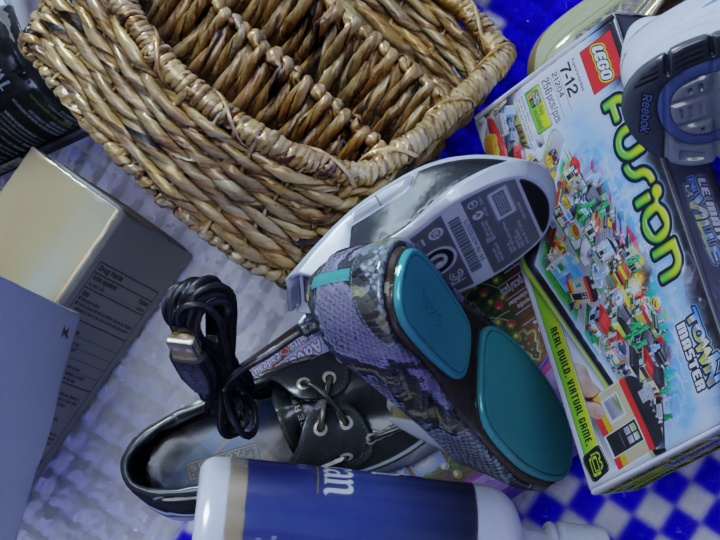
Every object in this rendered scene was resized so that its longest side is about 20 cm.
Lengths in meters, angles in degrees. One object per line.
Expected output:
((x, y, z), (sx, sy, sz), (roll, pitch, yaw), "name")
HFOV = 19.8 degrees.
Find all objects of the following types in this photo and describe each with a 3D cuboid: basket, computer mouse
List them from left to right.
((-0.051, -0.111, 1.021), (0.200, 0.143, 0.149), (44, 112, 8), "basket")
((0.000, 0.000, 0.980), (0.199, 0.110, 0.044), (-30, 51, -1), "computer mouse")

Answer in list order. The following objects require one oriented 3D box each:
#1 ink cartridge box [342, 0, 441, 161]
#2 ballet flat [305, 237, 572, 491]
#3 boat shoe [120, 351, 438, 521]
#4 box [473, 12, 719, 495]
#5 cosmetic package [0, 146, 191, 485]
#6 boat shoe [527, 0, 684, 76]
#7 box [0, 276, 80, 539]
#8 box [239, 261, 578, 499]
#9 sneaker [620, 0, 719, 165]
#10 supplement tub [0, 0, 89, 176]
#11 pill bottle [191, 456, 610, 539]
((-0.050, -0.136, 1.114), (0.199, 0.050, 0.163), (6, 101, 14), "ink cartridge box")
((0.034, 0.046, 0.972), (0.072, 0.200, 0.072), (-16, 53, 23), "ballet flat")
((-0.028, 0.078, 1.043), (0.199, 0.057, 0.069), (-23, 73, 11), "boat shoe")
((0.125, -0.008, 0.974), (0.110, 0.035, 0.201), (-36, 63, 46), "box")
((-0.189, 0.043, 1.115), (0.071, 0.105, 0.200), (34, 88, 22), "cosmetic package")
((0.179, -0.139, 1.051), (0.200, 0.073, 0.063), (-41, 34, 4), "boat shoe")
((-0.260, 0.051, 1.030), (0.199, 0.097, 0.125), (11, 80, 22), "box")
((0.032, 0.067, 1.079), (0.200, 0.039, 0.137), (-35, 72, 7), "box")
((0.204, -0.115, 0.904), (0.199, 0.075, 0.087), (-15, 32, 2), "sneaker")
((-0.234, -0.103, 1.139), (0.199, 0.122, 0.123), (-21, 73, 25), "supplement tub")
((0.016, 0.154, 0.992), (0.199, 0.111, 0.112), (7, 80, -4), "pill bottle")
